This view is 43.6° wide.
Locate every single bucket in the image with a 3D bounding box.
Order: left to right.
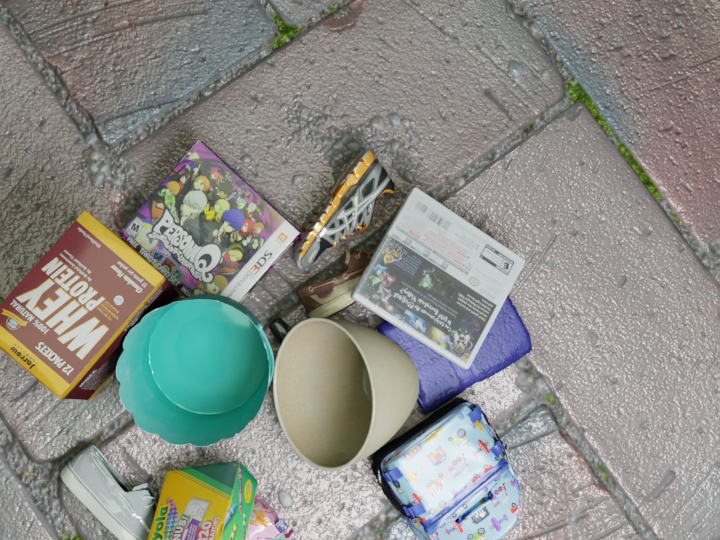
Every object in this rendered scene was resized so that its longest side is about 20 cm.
[{"bbox_3d":[-0.214,0.127,1.218,0.205,0.135,0.209,0,95,0],"label":"bucket"}]

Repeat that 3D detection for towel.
[{"bbox_3d":[0.139,0.100,1.323,0.199,0.050,0.148,-28,92,-9],"label":"towel"}]

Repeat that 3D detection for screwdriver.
[{"bbox_3d":[-0.064,0.151,1.302,0.028,0.029,0.200,-38,86,-9],"label":"screwdriver"}]

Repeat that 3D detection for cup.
[{"bbox_3d":[-0.003,0.159,1.230,0.143,0.200,0.202,-4,80,-44],"label":"cup"}]

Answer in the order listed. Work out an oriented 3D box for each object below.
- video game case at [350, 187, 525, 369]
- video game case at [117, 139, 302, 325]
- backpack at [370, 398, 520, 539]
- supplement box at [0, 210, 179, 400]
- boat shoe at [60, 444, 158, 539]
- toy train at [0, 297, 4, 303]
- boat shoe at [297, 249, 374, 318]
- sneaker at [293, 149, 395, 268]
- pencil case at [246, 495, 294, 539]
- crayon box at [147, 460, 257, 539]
[{"bbox_3d":[0.112,0.011,1.280,0.199,0.023,0.183,32,79,-11],"label":"video game case"},{"bbox_3d":[-0.216,-0.053,1.296,0.200,0.036,0.181,43,92,1],"label":"video game case"},{"bbox_3d":[0.135,0.302,1.247,0.182,0.135,0.201,-31,88,-8],"label":"backpack"},{"bbox_3d":[-0.363,0.054,1.199,0.133,0.200,0.198,39,80,1],"label":"supplement box"},{"bbox_3d":[-0.317,0.318,1.230,0.201,0.070,0.072,42,82,3],"label":"boat shoe"},{"bbox_3d":[-0.594,0.057,1.258,0.198,0.042,0.057,4,71,-5],"label":"toy train"},{"bbox_3d":[0.000,0.000,1.311,0.199,0.072,0.072,-31,87,-3],"label":"boat shoe"},{"bbox_3d":[-0.024,-0.079,1.319,0.077,0.078,0.200,39,87,-19],"label":"sneaker"},{"bbox_3d":[-0.188,0.397,1.225,0.200,0.087,0.088,-40,87,-11],"label":"pencil case"},{"bbox_3d":[-0.214,0.354,1.171,0.118,0.058,0.201,-13,44,22],"label":"crayon box"}]
